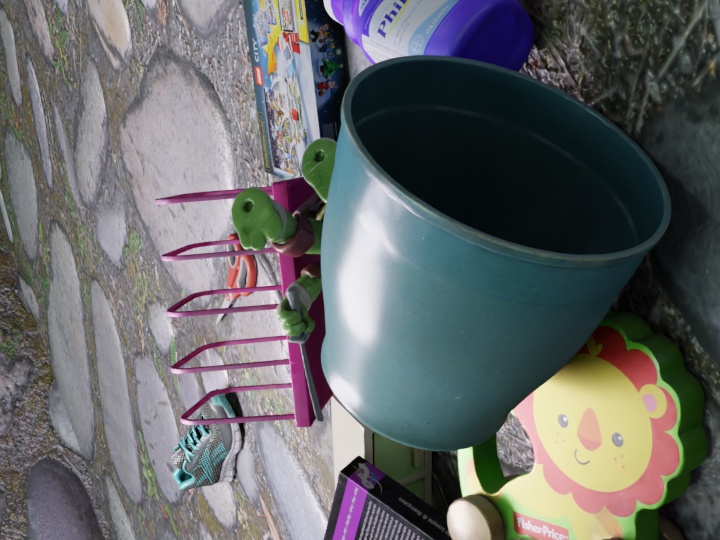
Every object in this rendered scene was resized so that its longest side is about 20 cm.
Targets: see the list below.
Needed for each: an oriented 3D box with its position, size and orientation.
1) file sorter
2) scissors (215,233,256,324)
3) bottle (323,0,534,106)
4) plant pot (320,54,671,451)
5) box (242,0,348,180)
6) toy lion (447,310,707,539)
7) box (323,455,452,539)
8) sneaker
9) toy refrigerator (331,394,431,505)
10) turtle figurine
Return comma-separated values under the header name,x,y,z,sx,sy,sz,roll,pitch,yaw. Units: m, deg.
name,x,y,z,sx,sy,sz,roll,pitch,yaw
file sorter,-0.100,0.025,0.968,0.139,0.124,0.203,-42,-52,-80
scissors,-0.162,0.034,1.400,0.073,0.014,0.201,57,148,29
bottle,0.039,-0.181,0.796,0.065,0.084,0.200,41,179,-39
plant pot,0.061,0.000,0.685,0.201,0.198,0.189,53,138,37
box,-0.059,-0.182,1.043,0.136,0.037,0.202,27,127,57
toy lion,0.144,0.117,0.753,0.199,0.068,0.194,6,104,49
box,0.054,0.273,0.974,0.199,0.036,0.144,33,130,24
sneaker,-0.222,0.249,1.554,0.078,0.090,0.201,53,147,36
toy refrigerator,0.023,0.209,1.053,0.070,0.075,0.202,36,135,52
turtle figurine,0.000,0.000,0.834,0.142,0.194,0.202,-1,71,27
